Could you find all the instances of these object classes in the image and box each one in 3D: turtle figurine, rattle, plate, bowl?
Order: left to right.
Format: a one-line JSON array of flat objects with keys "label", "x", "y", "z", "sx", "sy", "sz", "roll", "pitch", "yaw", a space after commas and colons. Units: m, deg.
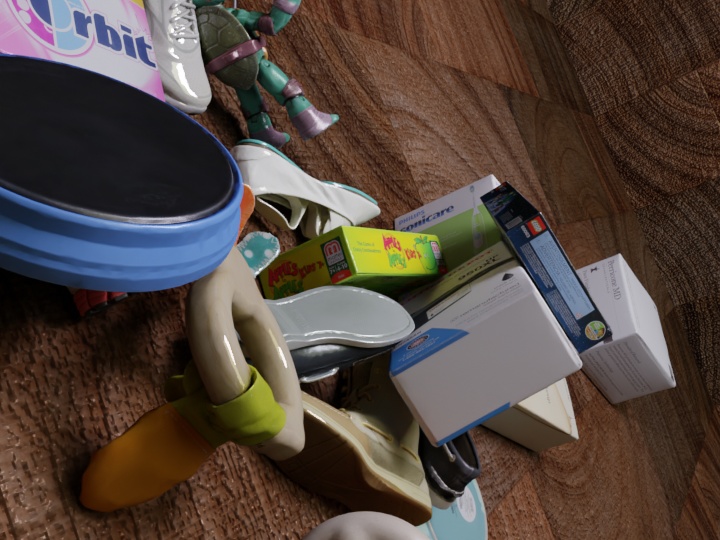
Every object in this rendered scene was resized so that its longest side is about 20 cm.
[{"label": "bowl", "x": -0.162, "y": -0.065, "z": 0.460, "sx": 0.200, "sy": 0.039, "sz": 0.201, "roll": 21, "pitch": 28, "yaw": -12}, {"label": "rattle", "x": -0.118, "y": 0.048, "z": 0.558, "sx": 0.130, "sy": 0.143, "sz": 0.200, "roll": 25, "pitch": 37, "yaw": -52}, {"label": "turtle figurine", "x": -0.108, "y": -0.213, "z": 0.763, "sx": 0.101, "sy": 0.150, "sz": 0.200, "roll": -38, "pitch": 111, "yaw": -32}, {"label": "plate", "x": 0.092, "y": 0.252, "z": 0.852, "sx": 0.200, "sy": 0.026, "sz": 0.200, "roll": 40, "pitch": 37, "yaw": -39}]

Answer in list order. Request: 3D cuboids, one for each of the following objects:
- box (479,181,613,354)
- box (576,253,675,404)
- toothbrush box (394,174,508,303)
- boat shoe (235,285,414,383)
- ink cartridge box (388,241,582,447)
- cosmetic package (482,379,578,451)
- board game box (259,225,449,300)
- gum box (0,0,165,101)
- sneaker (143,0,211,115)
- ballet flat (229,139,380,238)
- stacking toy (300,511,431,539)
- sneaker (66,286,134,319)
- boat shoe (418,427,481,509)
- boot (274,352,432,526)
[{"label": "box", "x": 0.183, "y": -0.012, "z": 0.816, "sx": 0.137, "sy": 0.038, "sz": 0.200, "roll": 56, "pitch": 9, "yaw": -12}, {"label": "box", "x": 0.491, "y": 0.114, "z": 1.535, "sx": 0.200, "sy": 0.131, "sz": 0.199, "roll": 45, "pitch": 34, "yaw": -35}, {"label": "toothbrush box", "x": 0.125, "y": 0.006, "z": 0.967, "sx": 0.086, "sy": 0.145, "sz": 0.200, "roll": 38, "pitch": 38, "yaw": -42}, {"label": "boat shoe", "x": -0.043, "y": 0.058, "z": 0.671, "sx": 0.200, "sy": 0.060, "sz": 0.076, "roll": 0, "pitch": 38, "yaw": -35}, {"label": "ink cartridge box", "x": 0.106, "y": 0.059, "z": 0.755, "sx": 0.084, "sy": 0.144, "sz": 0.200, "roll": 57, "pitch": 9, "yaw": -10}, {"label": "cosmetic package", "x": 0.213, "y": 0.167, "z": 1.077, "sx": 0.200, "sy": 0.073, "sz": 0.104, "roll": 31, "pitch": 44, "yaw": -46}, {"label": "board game box", "x": 0.000, "y": 0.000, "z": 0.801, "sx": 0.200, "sy": 0.101, "sz": 0.048, "roll": 1, "pitch": 68, "yaw": -60}, {"label": "gum box", "x": -0.232, "y": -0.171, "z": 0.564, "sx": 0.200, "sy": 0.066, "sz": 0.114, "roll": 11, "pitch": 61, "yaw": -57}, {"label": "sneaker", "x": -0.176, "y": -0.235, "z": 0.700, "sx": 0.200, "sy": 0.081, "sz": 0.075, "roll": 66, "pitch": 26, "yaw": -3}, {"label": "ballet flat", "x": -0.057, "y": -0.066, "z": 0.807, "sx": 0.200, "sy": 0.069, "sz": 0.070, "roll": 23, "pitch": 50, "yaw": -47}, {"label": "stacking toy", "x": 0.025, "y": 0.275, "z": 0.648, "sx": 0.200, "sy": 0.146, "sz": 0.146, "roll": 48, "pitch": 28, "yaw": -66}, {"label": "sneaker", "x": -0.154, "y": -0.047, "z": 0.597, "sx": 0.082, "sy": 0.078, "sz": 0.200, "roll": 58, "pitch": 29, "yaw": -12}, {"label": "boat shoe", "x": 0.083, "y": 0.154, "z": 0.836, "sx": 0.074, "sy": 0.060, "sz": 0.200, "roll": 36, "pitch": 24, "yaw": -19}, {"label": "boot", "x": -0.008, "y": 0.126, "z": 0.727, "sx": 0.200, "sy": 0.073, "sz": 0.156, "roll": 40, "pitch": 33, "yaw": -30}]
